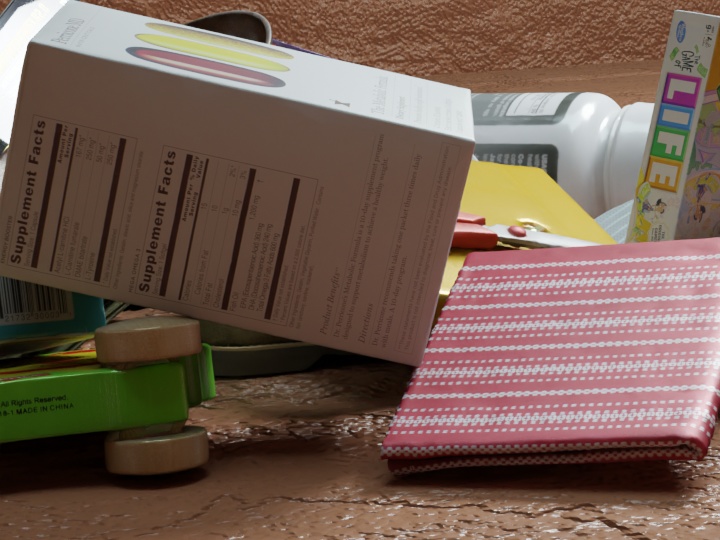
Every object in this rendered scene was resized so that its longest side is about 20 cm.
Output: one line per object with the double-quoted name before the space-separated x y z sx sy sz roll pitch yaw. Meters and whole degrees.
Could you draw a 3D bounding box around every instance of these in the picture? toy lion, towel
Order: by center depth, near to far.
"towel" 0.098 0.036 1.012 0.144 0.023 0.200 -4 24 18
"toy lion" -0.160 0.059 1.031 0.199 0.069 0.192 -6 3 -20

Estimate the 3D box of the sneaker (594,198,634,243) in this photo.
"sneaker" 0.206 -0.017 1.359 0.200 0.071 0.073 -26 17 -10

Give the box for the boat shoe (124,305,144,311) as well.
"boat shoe" -0.132 -0.013 1.353 0.199 0.075 0.066 -13 11 -7

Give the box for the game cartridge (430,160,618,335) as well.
"game cartridge" 0.049 -0.014 1.208 0.199 0.033 0.176 3 27 -27

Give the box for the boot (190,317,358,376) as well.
"boot" 0.003 0.009 1.226 0.199 0.076 0.074 -6 7 -24

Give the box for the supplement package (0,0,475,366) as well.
"supplement package" -0.057 -0.043 1.026 0.199 0.110 0.114 12 16 -3

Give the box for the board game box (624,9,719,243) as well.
"board game box" 0.238 -0.066 1.288 0.034 0.135 0.200 16 7 44

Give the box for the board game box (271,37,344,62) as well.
"board game box" -0.040 -0.113 1.508 0.120 0.032 0.200 20 -10 -16

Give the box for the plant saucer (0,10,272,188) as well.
"plant saucer" -0.128 -0.074 1.264 0.200 0.035 0.200 -27 25 14

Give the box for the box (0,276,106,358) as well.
"box" -0.213 0.023 1.132 0.082 0.049 0.200 -5 -5 -37

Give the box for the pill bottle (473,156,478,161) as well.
"pill bottle" -0.016 -0.044 1.448 0.200 0.113 0.113 6 12 44

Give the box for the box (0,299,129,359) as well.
"box" -0.169 -0.012 1.270 0.163 0.021 0.200 -41 26 -15

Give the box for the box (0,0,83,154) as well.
"box" -0.242 -0.060 1.281 0.048 0.200 0.159 37 34 -9

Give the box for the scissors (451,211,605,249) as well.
"scissors" 0.069 -0.024 1.186 0.199 0.014 0.073 1 27 -30

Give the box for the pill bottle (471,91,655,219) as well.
"pill bottle" 0.120 -0.064 1.527 0.199 0.114 0.114 2 10 27
